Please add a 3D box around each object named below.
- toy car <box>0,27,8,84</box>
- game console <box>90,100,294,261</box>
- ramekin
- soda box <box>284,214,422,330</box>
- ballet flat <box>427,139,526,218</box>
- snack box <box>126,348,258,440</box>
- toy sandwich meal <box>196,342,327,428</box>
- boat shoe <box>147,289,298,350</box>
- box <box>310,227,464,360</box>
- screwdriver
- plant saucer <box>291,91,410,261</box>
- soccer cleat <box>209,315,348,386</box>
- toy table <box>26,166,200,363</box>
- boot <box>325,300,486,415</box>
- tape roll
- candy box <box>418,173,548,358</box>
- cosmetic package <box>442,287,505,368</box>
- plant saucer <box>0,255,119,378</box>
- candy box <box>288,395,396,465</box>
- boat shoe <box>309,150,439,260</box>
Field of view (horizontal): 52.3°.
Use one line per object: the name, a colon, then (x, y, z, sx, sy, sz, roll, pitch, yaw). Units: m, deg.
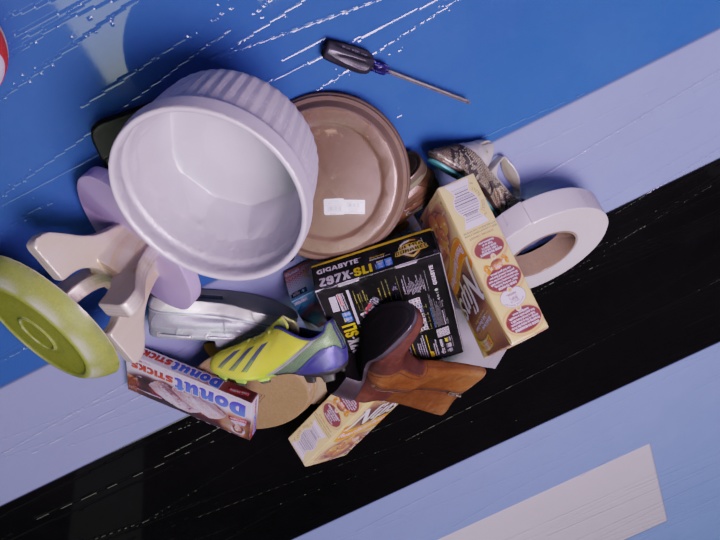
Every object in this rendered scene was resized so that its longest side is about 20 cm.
toy car: (-0.419, -0.179, 0.650, 0.174, 0.201, 0.186, 10, 124, -22)
game console: (-0.188, -0.085, 0.836, 0.170, 0.119, 0.202, -21, 129, -8)
ramekin: (-0.133, -0.099, 0.724, 0.197, 0.106, 0.202, 8, 133, 9)
soda box: (0.000, 0.000, 0.986, 0.198, 0.069, 0.064, -27, 129, 4)
ballet flat: (0.161, -0.123, 0.952, 0.199, 0.068, 0.076, 36, 89, -40)
snack box: (-0.233, 0.166, 1.010, 0.197, 0.024, 0.073, 19, 125, 13)
toy sandwich meal: (-0.147, 0.155, 1.069, 0.201, 0.071, 0.207, -3, 135, -3)
boat shoe: (-0.185, 0.070, 0.982, 0.197, 0.070, 0.073, 7, 107, -13)
box: (0.040, 0.053, 0.936, 0.157, 0.050, 0.201, -16, 135, 5)
screwdriver: (0.045, -0.229, 0.858, 0.197, 0.029, 0.028, 11, 123, -27)
plant saucer: (-0.038, -0.107, 0.869, 0.196, 0.030, 0.204, 0, 105, 0)
soccer cleat: (-0.106, 0.097, 0.922, 0.197, 0.065, 0.085, -6, 103, 26)
toy table: (-0.283, -0.001, 0.842, 0.182, 0.118, 0.201, -11, 125, 47)
boot: (0.082, 0.122, 0.933, 0.197, 0.069, 0.189, 16, 127, -28)
tape roll: (0.240, -0.036, 1.001, 0.200, 0.037, 0.204, -17, 152, -9)
candy box: (0.144, -0.002, 0.894, 0.055, 0.203, 0.116, -22, 169, -11)
cosmetic package: (0.123, 0.069, 1.063, 0.197, 0.091, 0.108, 10, 126, -18)
plant saucer: (-0.376, 0.066, 0.874, 0.198, 0.031, 0.202, 23, 144, 18)
candy box: (-0.005, 0.208, 1.113, 0.200, 0.056, 0.115, -47, 156, 20)
boat shoe: (0.013, -0.065, 0.940, 0.198, 0.073, 0.068, -32, 133, 15)
